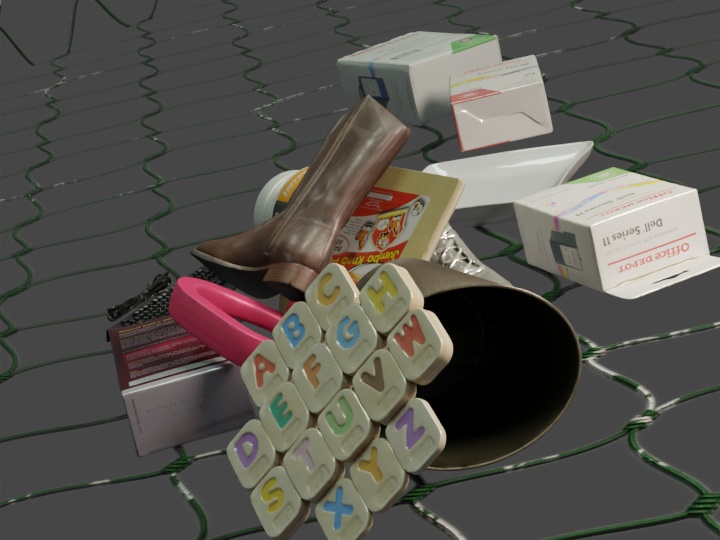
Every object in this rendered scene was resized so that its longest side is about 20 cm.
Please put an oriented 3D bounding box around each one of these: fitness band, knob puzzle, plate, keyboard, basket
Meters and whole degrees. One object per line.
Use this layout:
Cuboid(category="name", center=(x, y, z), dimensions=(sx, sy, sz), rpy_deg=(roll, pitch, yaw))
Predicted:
Cuboid(category="fitness band", center=(-0.080, 0.054, 1.714), dimensions=(0.143, 0.038, 0.200), rpy_deg=(7, 15, -40))
Cuboid(category="knob puzzle", center=(0.000, 0.000, 1.816), dimensions=(0.219, 0.030, 0.221), rpy_deg=(-29, 42, 29))
Cuboid(category="plate", center=(0.137, -0.085, 2.147), dimensions=(0.198, 0.033, 0.200), rpy_deg=(-7, 18, 23))
Cuboid(category="keyboard", center=(-0.198, 0.028, 2.077), dimensions=(0.126, 0.021, 0.200), rpy_deg=(-4, 18, 32))
Cuboid(category="basket", center=(0.058, 0.061, 1.554), dimensions=(0.179, 0.137, 0.200), rpy_deg=(-12, 12, -8))

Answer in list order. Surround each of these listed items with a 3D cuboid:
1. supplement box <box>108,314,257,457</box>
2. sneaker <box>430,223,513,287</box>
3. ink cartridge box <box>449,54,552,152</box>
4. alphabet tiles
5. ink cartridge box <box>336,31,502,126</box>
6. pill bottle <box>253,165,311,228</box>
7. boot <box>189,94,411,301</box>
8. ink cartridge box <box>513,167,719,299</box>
Cuboid(category="supplement box", center=(-0.158, 0.091, 1.754), dimensions=(0.108, 0.061, 0.200), rpy_deg=(-15, 17, -5))
Cuboid(category="sneaker", center=(0.074, -0.004, 1.819), dimensions=(0.075, 0.093, 0.200), rpy_deg=(-20, 18, -23))
Cuboid(category="ink cartridge box", center=(0.170, -0.212, 2.480), dimensions=(0.115, 0.068, 0.200), rpy_deg=(-13, 16, 5))
Cuboid(category="alphabet tiles", center=(-0.018, 0.094, 1.427), dimensions=(0.015, 0.200, 0.196), rpy_deg=(23, 26, -42))
Cuboid(category="ink cartridge box", center=(0.081, -0.261, 2.691), dimensions=(0.144, 0.088, 0.200), rpy_deg=(-22, 19, -26))
Cuboid(category="pill bottle", center=(-0.021, -0.045, 1.997), dimensions=(0.116, 0.117, 0.200), rpy_deg=(-22, 18, -26))
Cuboid(category="boot", center=(-0.054, -0.072, 1.862), dimensions=(0.186, 0.064, 0.201), rpy_deg=(13, 70, 46))
Cuboid(category="ink cartridge box", center=(0.237, -0.036, 1.832), dimensions=(0.116, 0.068, 0.200), rpy_deg=(-19, 17, -18))
